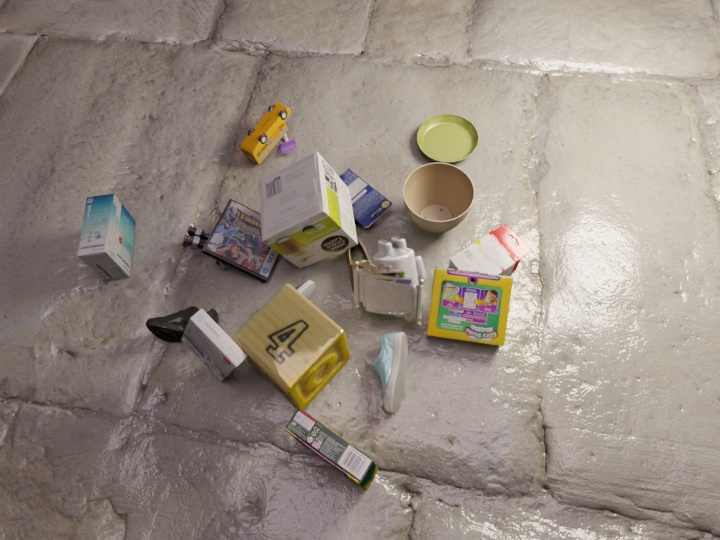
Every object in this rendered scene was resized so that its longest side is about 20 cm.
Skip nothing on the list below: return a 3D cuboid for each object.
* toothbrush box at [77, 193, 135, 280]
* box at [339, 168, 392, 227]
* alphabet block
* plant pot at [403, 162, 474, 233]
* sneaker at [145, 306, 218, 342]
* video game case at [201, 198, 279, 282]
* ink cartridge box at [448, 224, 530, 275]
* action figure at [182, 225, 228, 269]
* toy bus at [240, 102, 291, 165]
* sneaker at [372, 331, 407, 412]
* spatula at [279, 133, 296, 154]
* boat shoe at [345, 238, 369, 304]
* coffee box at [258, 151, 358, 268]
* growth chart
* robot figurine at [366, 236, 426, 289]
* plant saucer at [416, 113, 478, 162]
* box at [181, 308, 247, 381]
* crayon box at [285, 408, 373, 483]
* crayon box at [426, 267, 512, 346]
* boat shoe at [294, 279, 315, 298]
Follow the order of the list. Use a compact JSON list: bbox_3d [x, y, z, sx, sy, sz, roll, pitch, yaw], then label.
[{"bbox_3d":[-0.733,-0.096,1.513,0.084,0.147,0.203,-7,60,1],"label":"toothbrush box"},{"bbox_3d":[-0.009,-0.215,1.585,0.121,0.033,0.200,-41,65,-16],"label":"box"},{"bbox_3d":[-0.164,0.192,1.287,0.199,0.196,0.197,37,72,21],"label":"alphabet block"},{"bbox_3d":[0.219,-0.186,1.493,0.196,0.135,0.203,-2,61,3],"label":"plant pot"},{"bbox_3d":[-0.480,0.142,1.416,0.196,0.077,0.092,4,52,-1],"label":"sneaker"},{"bbox_3d":[-0.326,-0.087,1.502,0.198,0.026,0.183,26,64,-9],"label":"video game case"},{"bbox_3d":[0.354,-0.027,1.434,0.198,0.068,0.117,-31,64,-12],"label":"ink cartridge box"},{"bbox_3d":[-0.411,-0.076,1.523,0.197,0.070,0.132,16,56,-4],"label":"action figure"},{"bbox_3d":[-0.301,-0.447,1.692,0.065,0.079,0.201,28,74,28],"label":"toy bus"},{"bbox_3d":[0.069,0.255,1.313,0.081,0.074,0.203,-5,59,28],"label":"sneaker"},{"bbox_3d":[-0.257,-0.465,1.746,0.056,0.021,0.202,-18,61,-1],"label":"spatula"},{"bbox_3d":[0.000,0.000,1.444,0.074,0.074,0.202,-18,61,-5],"label":"boat shoe"},{"bbox_3d":[-0.144,-0.158,1.442,0.197,0.198,0.203,-21,59,19],"label":"coffee box"},{"bbox_3d":[0.069,0.053,1.328,0.197,0.147,0.018,13,21,15],"label":"growth chart"},{"bbox_3d":[0.096,0.015,1.379,0.167,0.113,0.204,-13,105,-13],"label":"robot figurine"},{"bbox_3d":[0.280,-0.419,1.674,0.196,0.031,0.203,-2,62,4],"label":"plant saucer"},{"bbox_3d":[-0.362,0.188,1.272,0.156,0.200,0.041,46,59,-1],"label":"box"},{"bbox_3d":[-0.060,0.403,1.165,0.198,0.173,0.059,30,70,18],"label":"crayon box"},{"bbox_3d":[0.279,0.091,1.339,0.196,0.058,0.176,8,95,9],"label":"crayon box"},{"bbox_3d":[-0.211,0.088,1.419,0.068,0.072,0.200,41,79,21],"label":"boat shoe"}]
